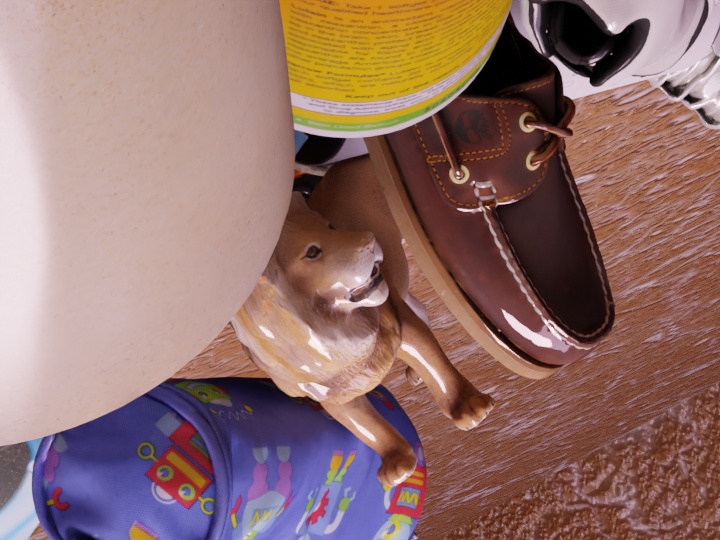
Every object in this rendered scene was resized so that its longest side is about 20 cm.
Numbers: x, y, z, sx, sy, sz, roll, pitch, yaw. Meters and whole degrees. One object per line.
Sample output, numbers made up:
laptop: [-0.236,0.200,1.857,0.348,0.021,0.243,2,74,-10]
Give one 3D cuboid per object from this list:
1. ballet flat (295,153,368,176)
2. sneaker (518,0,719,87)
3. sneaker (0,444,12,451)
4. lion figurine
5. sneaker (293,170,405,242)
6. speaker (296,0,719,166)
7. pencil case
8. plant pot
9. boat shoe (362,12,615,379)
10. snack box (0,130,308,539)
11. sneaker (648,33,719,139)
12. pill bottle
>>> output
ballet flat: [0.023,-0.079,1.013,0.200,0.068,0.062,-20,178,-35]
sneaker: [0.083,-0.099,0.817,0.200,0.074,0.080,52,59,-75]
sneaker: [-0.113,0.000,0.726,0.200,0.084,0.121,-20,-159,36]
lion figurine: [0.000,0.000,0.893,0.072,0.123,0.200,-36,-166,16]
sneaker: [-0.010,-0.033,1.140,0.092,0.076,0.200,-28,167,33]
speaker: [0.051,-0.100,0.947,0.200,0.081,0.081,-17,166,-33]
pencil case: [-0.044,0.082,0.889,0.200,0.078,0.087,8,107,-65]
plant pot: [-0.101,-0.086,0.546,0.187,0.188,0.200,-21,154,-17]
boat shoe: [0.038,-0.056,0.831,0.070,0.200,0.070,-26,-169,34]
snack box: [-0.117,0.003,0.830,0.200,0.037,0.116,-55,136,-1]
sneaker: [0.186,-0.095,1.153,0.076,0.116,0.200,-32,166,32]
pill bottle: [0.001,-0.121,0.689,0.111,0.111,0.200,-23,168,-10]
